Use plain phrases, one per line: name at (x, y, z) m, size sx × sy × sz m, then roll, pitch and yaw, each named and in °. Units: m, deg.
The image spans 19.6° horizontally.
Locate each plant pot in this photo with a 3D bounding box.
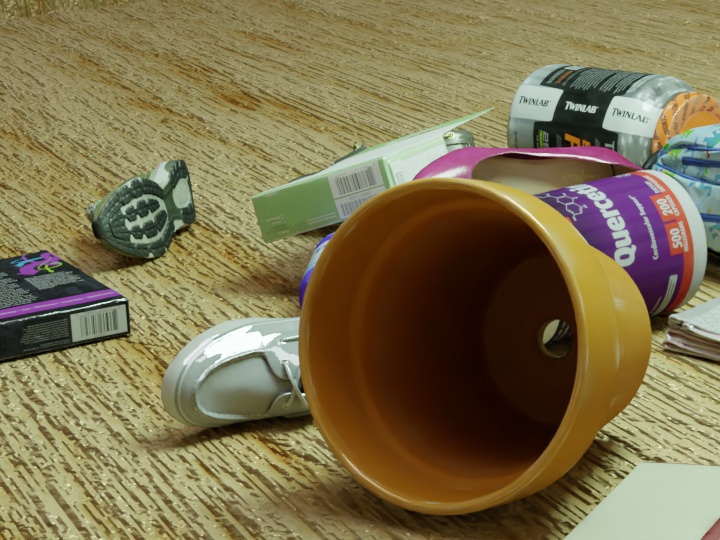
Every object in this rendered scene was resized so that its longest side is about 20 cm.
plant pot at (0.092, 0.046, 1.315) m, size 0.199 × 0.202 × 0.183 m, roll 5°, pitch 2°, yaw 32°

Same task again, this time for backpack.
backpack at (0.336, -0.067, 1.728) m, size 0.162 × 0.155 × 0.200 m, roll -4°, pitch 24°, yaw -12°

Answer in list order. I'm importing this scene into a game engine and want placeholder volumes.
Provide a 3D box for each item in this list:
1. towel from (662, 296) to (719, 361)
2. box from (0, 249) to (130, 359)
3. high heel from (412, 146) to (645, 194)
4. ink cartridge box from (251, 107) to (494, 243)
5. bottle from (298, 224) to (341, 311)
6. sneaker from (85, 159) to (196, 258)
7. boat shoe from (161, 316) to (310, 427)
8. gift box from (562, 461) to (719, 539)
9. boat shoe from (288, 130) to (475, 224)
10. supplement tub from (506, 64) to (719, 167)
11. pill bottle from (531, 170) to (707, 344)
towel at (0.354, 0.035, 1.534) m, size 0.199 × 0.033 × 0.190 m, roll -19°, pitch 21°, yaw -39°
box at (-0.293, 0.029, 1.735) m, size 0.142 × 0.036 × 0.200 m, roll -11°, pitch 18°, yaw -25°
high heel at (0.132, -0.069, 1.646) m, size 0.199 × 0.068 × 0.096 m, roll -15°, pitch 10°, yaw -38°
ink cartridge box at (0.019, -0.082, 1.791) m, size 0.145 × 0.048 × 0.200 m, roll -16°, pitch 5°, yaw 35°
bottle at (0.000, 0.000, 1.693) m, size 0.083 × 0.066 × 0.200 m, roll -8°, pitch 15°, yaw 8°
sneaker at (-0.221, -0.049, 1.956) m, size 0.088 × 0.078 × 0.200 m, roll -14°, pitch 7°, yaw 17°
boat shoe at (-0.044, 0.072, 1.464) m, size 0.199 × 0.073 × 0.068 m, roll -5°, pitch 13°, yaw -38°
gift box at (0.168, 0.175, 0.804) m, size 0.199 × 0.186 × 0.186 m, roll -3°, pitch 12°, yaw 29°
boat shoe at (0.017, -0.087, 1.937) m, size 0.200 × 0.061 × 0.072 m, roll -8°, pitch -20°, yaw 26°
supplement tub at (0.246, -0.129, 1.980) m, size 0.122 × 0.124 × 0.199 m, roll -17°, pitch 19°, yaw -38°
pill bottle at (0.158, -0.006, 1.584) m, size 0.199 × 0.113 × 0.112 m, roll -13°, pitch 18°, yaw -29°
